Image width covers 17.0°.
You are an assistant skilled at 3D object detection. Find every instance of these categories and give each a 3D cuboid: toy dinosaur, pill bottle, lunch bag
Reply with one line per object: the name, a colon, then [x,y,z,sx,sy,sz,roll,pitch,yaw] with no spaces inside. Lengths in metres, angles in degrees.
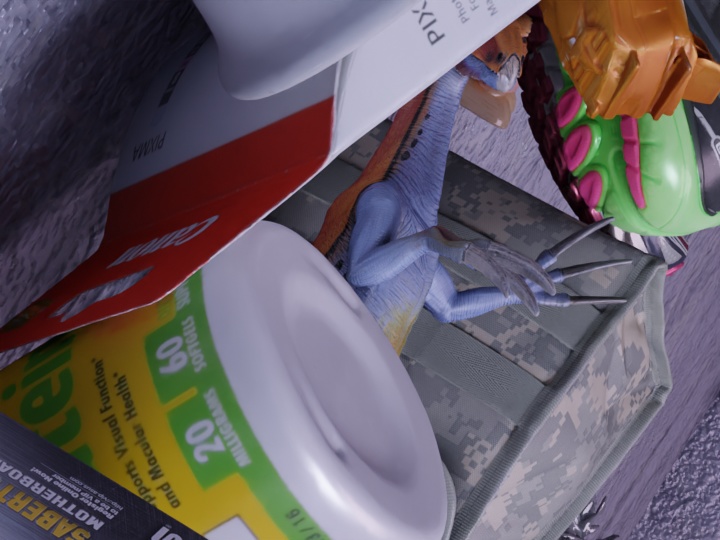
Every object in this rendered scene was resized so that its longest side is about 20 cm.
toy dinosaur: [0.000,0.000,0.796,0.105,0.198,0.183,109,-18,-77]
pill bottle: [-0.083,0.080,0.722,0.199,0.112,0.111,-31,172,17]
lunch bag: [-0.002,0.055,0.917,0.200,0.163,0.118,-50,153,-21]

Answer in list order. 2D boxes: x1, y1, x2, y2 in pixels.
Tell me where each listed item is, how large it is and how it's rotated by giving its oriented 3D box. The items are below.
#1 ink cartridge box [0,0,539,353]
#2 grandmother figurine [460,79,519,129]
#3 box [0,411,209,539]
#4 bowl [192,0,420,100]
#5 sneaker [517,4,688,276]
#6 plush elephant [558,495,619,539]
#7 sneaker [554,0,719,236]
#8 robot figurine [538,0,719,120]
ink cartridge box: [-0.034,-0.053,0.734,0.200,0.057,0.162,-34,-171,-30]
grandmother figurine: [0.099,-0.157,1.027,0.201,0.060,0.121,-56,-170,16]
box: [-0.135,0.117,0.647,0.048,0.158,0.201,-44,160,-54]
bowl: [0.006,-0.148,0.652,0.201,0.090,0.201,-42,-165,14]
sneaker: [0.096,-0.094,0.926,0.081,0.074,0.202,-119,-165,-81]
plush elephant: [0.087,0.188,0.951,0.155,0.163,0.202,-47,128,-81]
sneaker: [0.111,-0.112,0.869,0.083,0.077,0.202,0,86,-34]
robot figurine: [0.079,-0.156,0.783,0.058,0.201,0.145,0,146,-24]
